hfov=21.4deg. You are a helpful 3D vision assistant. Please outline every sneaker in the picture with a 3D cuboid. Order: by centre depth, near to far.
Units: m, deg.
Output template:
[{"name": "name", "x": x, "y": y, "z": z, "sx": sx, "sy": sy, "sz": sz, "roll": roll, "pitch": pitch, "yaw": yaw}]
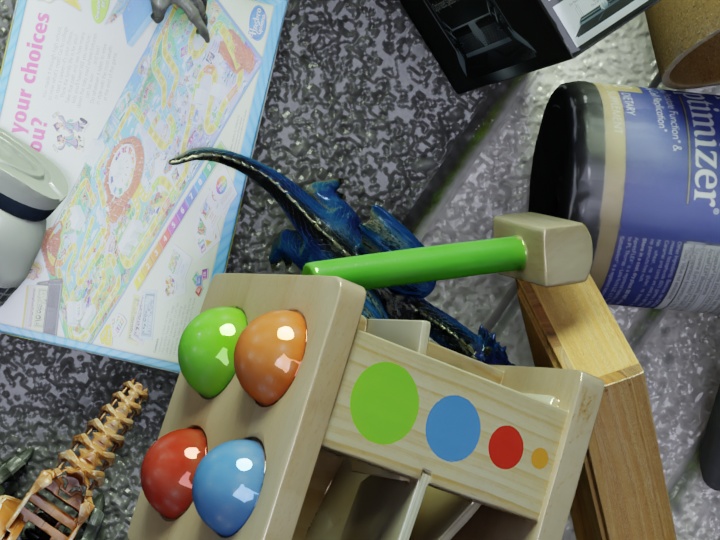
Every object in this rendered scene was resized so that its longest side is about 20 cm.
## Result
[{"name": "sneaker", "x": -0.241, "y": -0.056, "z": 0.926, "sx": 0.200, "sy": 0.076, "sz": 0.081, "roll": 33, "pitch": 106, "yaw": 13}]

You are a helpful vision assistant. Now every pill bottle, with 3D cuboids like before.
[{"name": "pill bottle", "x": 0.192, "y": -0.032, "z": 0.968, "sx": 0.199, "sy": 0.112, "sz": 0.112, "roll": 5, "pitch": 94, "yaw": -6}]

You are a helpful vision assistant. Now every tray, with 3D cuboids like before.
[{"name": "tray", "x": 0.121, "y": 0.098, "z": 0.930, "sx": 0.037, "sy": 0.099, "sz": 0.200, "roll": -18, "pitch": 127, "yaw": -3}]

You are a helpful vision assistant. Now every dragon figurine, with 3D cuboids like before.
[{"name": "dragon figurine", "x": 0.000, "y": 0.000, "z": 0.943, "sx": 0.059, "sy": 0.099, "sz": 0.200, "roll": -46, "pitch": 116, "yaw": -3}]

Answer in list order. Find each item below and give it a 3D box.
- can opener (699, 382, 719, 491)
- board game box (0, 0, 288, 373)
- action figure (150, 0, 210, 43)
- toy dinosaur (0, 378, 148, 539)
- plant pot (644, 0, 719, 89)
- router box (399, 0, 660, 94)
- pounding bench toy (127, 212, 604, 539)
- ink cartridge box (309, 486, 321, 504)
[{"name": "can opener", "x": 0.210, "y": 0.059, "z": 0.940, "sx": 0.053, "sy": 0.200, "sz": 0.067, "roll": 0, "pitch": 50, "yaw": -3}, {"name": "board game box", "x": -0.124, "y": -0.058, "z": 0.971, "sx": 0.134, "sy": 0.034, "sz": 0.201, "roll": 14, "pitch": 93, "yaw": -7}, {"name": "action figure", "x": -0.063, "y": -0.170, "z": 0.909, "sx": 0.119, "sy": 0.200, "sz": 0.102, "roll": -36, "pitch": 122, "yaw": -21}, {"name": "toy dinosaur", "x": -0.166, "y": 0.146, "z": 0.930, "sx": 0.200, "sy": 0.136, "sz": 0.102, "roll": -33, "pitch": 96, "yaw": -3}, {"name": "plant pot", "x": 0.202, "y": -0.218, "z": 0.937, "sx": 0.186, "sy": 0.186, "sz": 0.201, "roll": -18, "pitch": 81, "yaw": -4}, {"name": "router box", "x": 0.049, "y": -0.169, "z": 0.897, "sx": 0.052, "sy": 0.200, "sz": 0.158, "roll": -34, "pitch": 98, "yaw": -9}, {"name": "pounding bench toy", "x": 0.005, "y": 0.045, "z": 0.827, "sx": 0.156, "sy": 0.124, "sz": 0.201, "roll": 23, "pitch": 79, "yaw": -28}, {"name": "ink cartridge box", "x": -0.038, "y": 0.133, "z": 0.942, "sx": 0.059, "sy": 0.104, "sz": 0.200, "roll": -32, "pitch": 108, "yaw": -3}]
